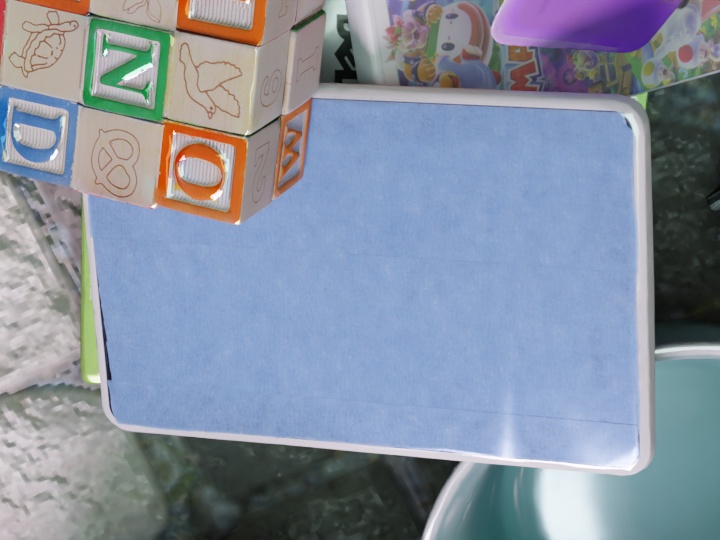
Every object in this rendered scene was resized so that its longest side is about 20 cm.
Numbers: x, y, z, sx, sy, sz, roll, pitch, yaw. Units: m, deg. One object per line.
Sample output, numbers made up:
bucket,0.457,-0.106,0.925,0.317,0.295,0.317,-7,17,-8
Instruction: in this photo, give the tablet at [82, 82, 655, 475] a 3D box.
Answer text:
tablet,0.000,0.000,0.845,0.199,0.014,0.131,4,111,19

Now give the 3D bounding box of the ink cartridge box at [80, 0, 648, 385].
ink cartridge box,0.004,-0.035,0.909,0.199,0.076,0.149,3,107,3

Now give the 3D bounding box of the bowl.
bowl,0.117,0.098,0.926,0.199,0.105,0.202,0,113,1

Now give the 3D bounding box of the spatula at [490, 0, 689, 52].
spatula,0.126,-0.102,0.843,0.021,0.199,0.057,53,133,24

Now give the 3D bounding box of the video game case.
video game case,0.083,-0.129,0.861,0.199,0.018,0.144,-16,108,-23

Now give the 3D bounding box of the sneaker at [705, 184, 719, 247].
sneaker,0.159,-0.043,0.864,0.114,0.076,0.200,-41,144,20

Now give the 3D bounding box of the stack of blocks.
stack of blocks,-0.069,-0.127,0.788,0.114,0.059,0.201,13,110,16
